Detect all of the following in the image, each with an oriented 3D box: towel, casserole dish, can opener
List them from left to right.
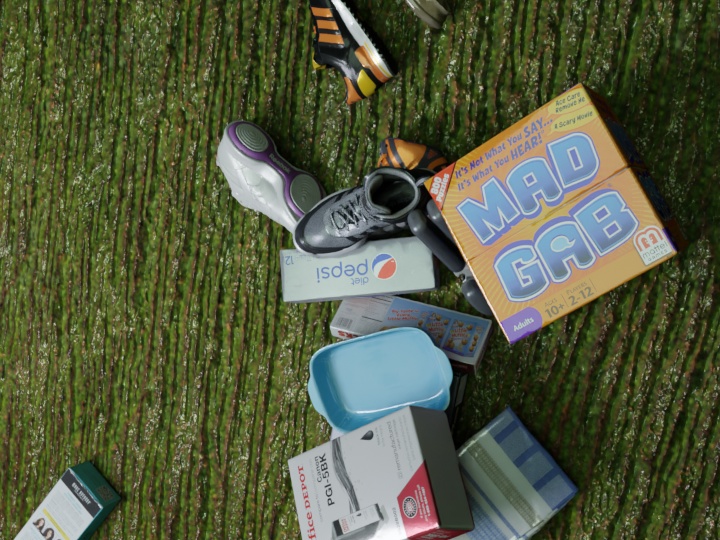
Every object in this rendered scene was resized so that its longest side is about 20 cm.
[{"bbox_3d":[0.027,0.133,1.253,0.198,0.039,0.123,-16,98,25],"label":"casserole dish"},{"bbox_3d":[0.125,-0.009,1.187,0.053,0.200,0.067,-30,52,17],"label":"can opener"},{"bbox_3d":[0.153,0.284,1.241,0.200,0.024,0.147,-41,94,2],"label":"towel"}]

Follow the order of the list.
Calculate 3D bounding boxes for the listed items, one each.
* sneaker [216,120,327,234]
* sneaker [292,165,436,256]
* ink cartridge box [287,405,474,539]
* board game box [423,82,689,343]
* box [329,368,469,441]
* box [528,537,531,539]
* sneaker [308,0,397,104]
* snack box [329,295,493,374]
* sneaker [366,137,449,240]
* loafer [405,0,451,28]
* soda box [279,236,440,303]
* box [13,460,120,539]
[{"bbox_3d":[-0.116,-0.107,1.351,0.200,0.075,0.100,49,140,4],"label":"sneaker"},{"bbox_3d":[0.001,-0.074,1.192,0.198,0.114,0.076,-21,83,10],"label":"sneaker"},{"bbox_3d":[0.019,0.266,1.201,0.199,0.082,0.148,-29,62,29],"label":"ink cartridge box"},{"bbox_3d":[0.227,-0.063,1.131,0.199,0.199,0.202,-31,83,21],"label":"board game box"},{"bbox_3d":[0.045,0.202,1.310,0.156,0.051,0.203,16,101,21],"label":"box"},{"bbox_3d":[0.091,0.350,1.275,0.199,0.021,0.165,32,99,-5],"label":"box"},{"bbox_3d":[-0.041,-0.307,1.291,0.090,0.070,0.201,-38,82,17],"label":"sneaker"},{"bbox_3d":[0.064,0.073,1.283,0.198,0.072,0.024,14,144,21],"label":"snack box"},{"bbox_3d":[0.023,-0.102,1.287,0.198,0.078,0.113,-17,83,10],"label":"sneaker"},{"bbox_3d":[0.070,-0.396,1.235,0.067,0.076,0.202,-24,84,25],"label":"loafer"},{"bbox_3d":[0.000,0.000,1.281,0.197,0.063,0.069,-6,85,10],"label":"soda box"},{"bbox_3d":[-0.455,0.390,1.532,0.082,0.049,0.200,44,109,13],"label":"box"}]
